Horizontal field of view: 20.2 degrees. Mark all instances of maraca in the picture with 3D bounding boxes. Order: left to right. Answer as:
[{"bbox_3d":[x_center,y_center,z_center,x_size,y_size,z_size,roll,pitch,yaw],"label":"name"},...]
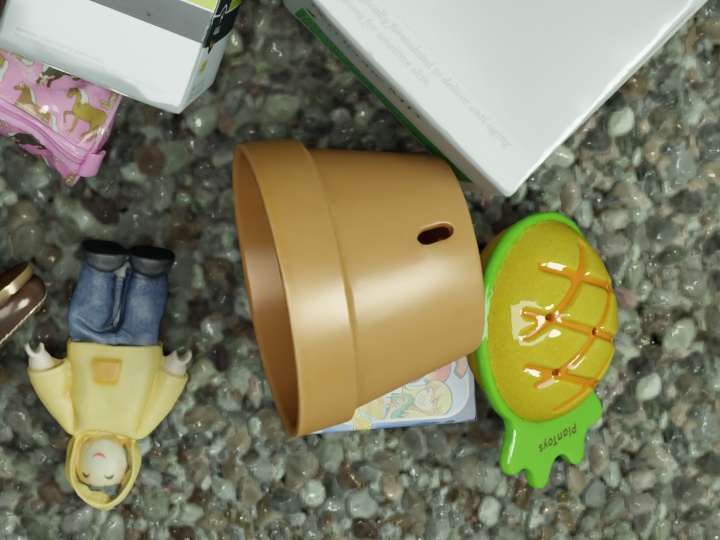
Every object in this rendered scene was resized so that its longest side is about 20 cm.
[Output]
[{"bbox_3d":[0.131,0.057,1.451,0.137,0.107,0.202,-24,115,-38],"label":"maraca"}]

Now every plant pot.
[{"bbox_3d":[0.000,0.000,1.376,0.139,0.200,0.202,-12,101,-10],"label":"plant pot"}]

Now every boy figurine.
[{"bbox_3d":[-0.190,0.079,1.490,0.123,0.064,0.202,9,99,-9],"label":"boy figurine"}]

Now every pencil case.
[{"bbox_3d":[-0.263,-0.140,1.419,0.199,0.083,0.087,30,68,-17],"label":"pencil case"}]

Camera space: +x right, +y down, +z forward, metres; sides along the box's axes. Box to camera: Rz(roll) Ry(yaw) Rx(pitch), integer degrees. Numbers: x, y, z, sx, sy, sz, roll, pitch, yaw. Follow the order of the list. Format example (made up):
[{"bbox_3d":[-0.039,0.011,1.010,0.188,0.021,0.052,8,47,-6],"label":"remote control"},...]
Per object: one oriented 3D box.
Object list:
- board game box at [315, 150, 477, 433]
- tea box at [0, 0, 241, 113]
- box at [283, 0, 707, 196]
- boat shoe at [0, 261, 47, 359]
[{"bbox_3d":[0.013,0.016,1.485,0.134,0.034,0.202,-5,101,3],"label":"board game box"},{"bbox_3d":[-0.137,-0.228,1.357,0.133,0.200,0.198,21,100,-2],"label":"tea box"},{"bbox_3d":[0.087,-0.185,1.359,0.199,0.171,0.200,45,87,-7],"label":"box"},{"bbox_3d":[-0.303,0.072,1.492,0.199,0.070,0.070,-36,103,15],"label":"boat shoe"}]
